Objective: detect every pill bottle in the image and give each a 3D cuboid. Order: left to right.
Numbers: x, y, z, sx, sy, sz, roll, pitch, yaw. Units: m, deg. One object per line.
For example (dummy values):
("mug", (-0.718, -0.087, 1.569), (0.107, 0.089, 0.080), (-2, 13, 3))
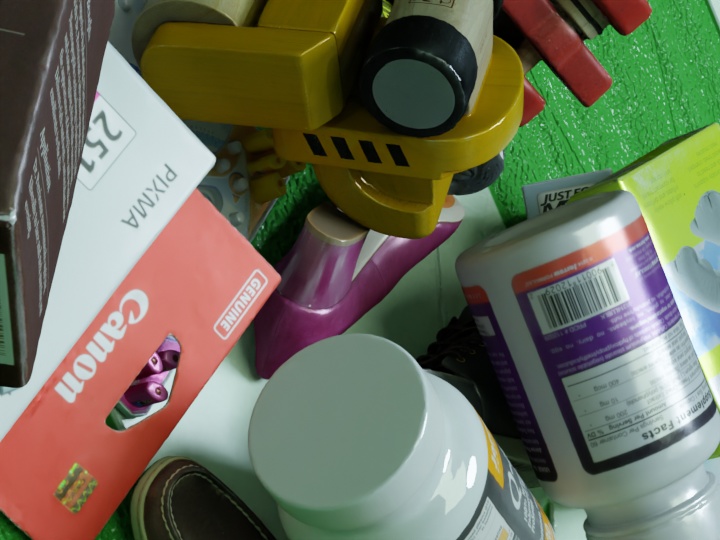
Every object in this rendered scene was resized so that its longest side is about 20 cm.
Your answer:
("pill bottle", (0.024, 0.122, 0.913), (0.200, 0.116, 0.117), (56, 39, -51))
("pill bottle", (0.139, 0.066, 1.005), (0.111, 0.111, 0.201), (-28, 98, -47))

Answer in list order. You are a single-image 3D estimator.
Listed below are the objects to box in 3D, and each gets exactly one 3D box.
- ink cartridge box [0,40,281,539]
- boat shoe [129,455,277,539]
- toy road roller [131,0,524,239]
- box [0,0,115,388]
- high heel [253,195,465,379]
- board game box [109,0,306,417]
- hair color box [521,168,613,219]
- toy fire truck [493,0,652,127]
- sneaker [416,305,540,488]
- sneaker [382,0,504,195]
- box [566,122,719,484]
("ink cartridge box", (-0.135, 0.016, 0.848), (0.174, 0.043, 0.200), (47, 62, -23))
("boat shoe", (-0.039, 0.175, 0.903), (0.072, 0.072, 0.201), (-44, 110, -41))
("toy road roller", (-0.012, -0.099, 0.946), (0.123, 0.199, 0.147), (-69, 162, -44))
("box", (-0.196, -0.083, 0.721), (0.163, 0.166, 0.201), (10, 63, -4))
("high heel", (0.000, 0.000, 1.037), (0.067, 0.096, 0.200), (30, 22, 10))
("board game box", (-0.131, -0.061, 0.926), (0.200, 0.026, 0.200), (49, 47, -23))
("hair color box", (0.151, 0.046, 1.125), (0.099, 0.060, 0.201), (46, 35, -78))
("toy fire truck", (0.081, -0.195, 1.113), (0.200, 0.112, 0.168), (42, 12, -35))
("sneaker", (0.047, 0.061, 1.043), (0.200, 0.074, 0.107), (24, 55, -49))
("sneaker", (0.013, -0.129, 1.042), (0.200, 0.074, 0.085), (41, 37, -12))
("box", (0.213, 0.023, 1.085), (0.122, 0.048, 0.201), (-28, 95, -44))
